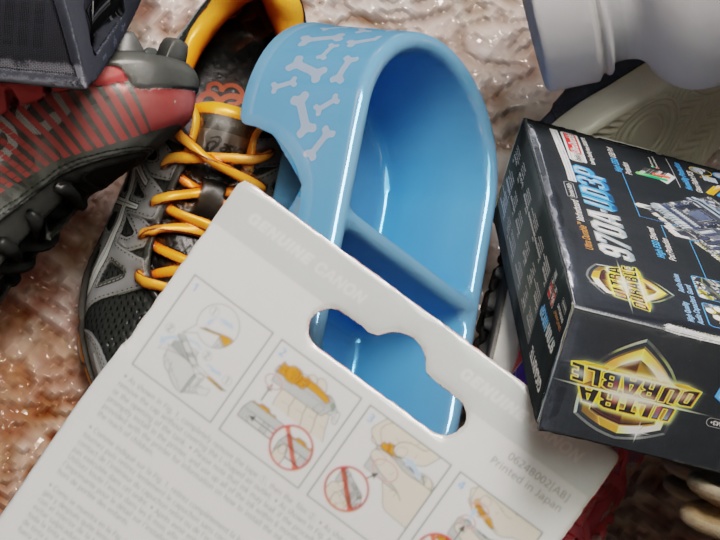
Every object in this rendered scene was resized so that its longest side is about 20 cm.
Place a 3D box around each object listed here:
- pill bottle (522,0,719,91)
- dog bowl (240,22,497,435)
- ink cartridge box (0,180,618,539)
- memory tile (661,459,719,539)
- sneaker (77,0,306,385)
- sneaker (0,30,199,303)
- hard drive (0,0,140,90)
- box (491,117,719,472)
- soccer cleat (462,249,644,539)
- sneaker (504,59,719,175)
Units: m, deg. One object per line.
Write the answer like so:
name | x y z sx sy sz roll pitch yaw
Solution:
pill bottle | 0.157 -0.131 0.836 0.200 0.112 0.112 -14 67 4
dog bowl | 0.000 0.000 0.828 0.050 0.111 0.200 -6 62 36
ink cartridge box | -0.031 0.095 0.765 0.160 0.047 0.200 36 95 8
memory tile | 0.180 0.081 0.789 0.153 0.200 0.017 12 96 3
sneaker | -0.060 -0.027 0.855 0.078 0.077 0.200 11 64 -7
sneaker | -0.143 -0.016 0.819 0.200 0.071 0.098 -23 80 4
hard drive | -0.143 -0.130 0.826 0.135 0.042 0.200 6 31 1
box | 0.133 0.013 0.787 0.159 0.046 0.200 14 20 -7
soccer cleat | 0.069 0.082 0.832 0.073 0.068 0.200 13 59 0
sneaker | 0.123 -0.095 0.933 0.200 0.075 0.084 -37 55 -19
